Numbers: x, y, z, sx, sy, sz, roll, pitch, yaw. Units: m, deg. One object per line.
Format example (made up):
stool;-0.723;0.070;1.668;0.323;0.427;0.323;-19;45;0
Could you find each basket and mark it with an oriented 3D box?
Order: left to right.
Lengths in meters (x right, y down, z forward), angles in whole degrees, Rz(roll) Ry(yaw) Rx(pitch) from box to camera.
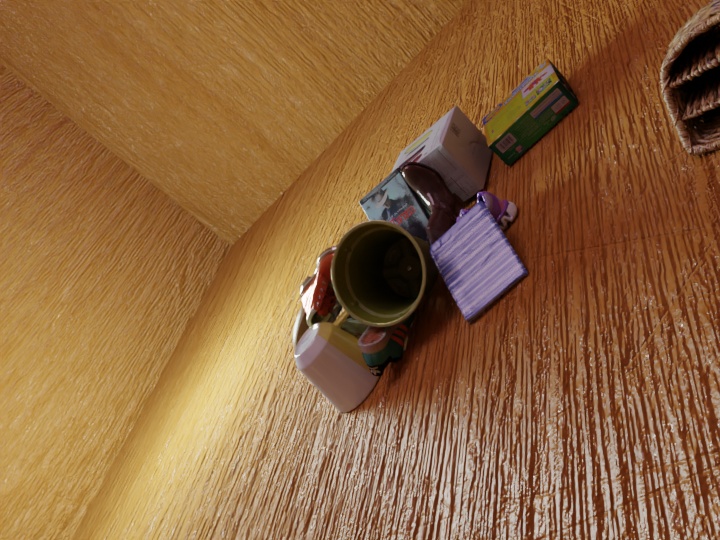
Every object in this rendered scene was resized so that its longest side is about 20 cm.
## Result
basket;0.506;-0.278;0.924;0.199;0.142;0.150;-21;34;59

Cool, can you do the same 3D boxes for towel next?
towel;0.211;-0.018;1.257;0.145;0.024;0.202;-43;44;22

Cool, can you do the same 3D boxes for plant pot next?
plant pot;-0.112;0.122;1.689;0.200;0.027;0.202;-49;-29;-39
plant pot;0.069;-0.001;1.377;0.200;0.201;0.183;-44;-14;22

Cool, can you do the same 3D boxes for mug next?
mug;-0.048;0.173;1.429;0.149;0.152;0.188;-32;26;48

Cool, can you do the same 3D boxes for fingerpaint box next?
fingerpaint box;0.371;-0.351;1.521;0.200;0.073;0.168;-43;21;26

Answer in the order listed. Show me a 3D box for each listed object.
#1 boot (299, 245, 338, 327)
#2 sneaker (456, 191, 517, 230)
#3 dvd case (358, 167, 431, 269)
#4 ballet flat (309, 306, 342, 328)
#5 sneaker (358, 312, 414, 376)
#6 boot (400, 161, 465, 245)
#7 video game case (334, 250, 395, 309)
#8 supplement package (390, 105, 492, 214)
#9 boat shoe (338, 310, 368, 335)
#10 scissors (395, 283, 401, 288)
boot;-0.065;0.036;1.431;0.201;0.074;0.109;125;149;-42
sneaker;0.215;-0.074;1.352;0.201;0.088;0.080;-53;19;2
dvd case;0.093;-0.113;1.585;0.145;0.202;0.022;-36;-10;39
ballet flat;-0.082;0.106;1.600;0.068;0.067;0.201;-52;13;28
sneaker;0.057;0.136;1.373;0.070;0.081;0.200;-2;22;31
boot;0.151;-0.129;1.466;0.064;0.185;0.201;-48;14;37
video game case;0.000;0.000;1.562;0.180;0.046;0.201;-30;-17;-50
supplement package;0.187;-0.242;1.633;0.199;0.147;0.193;-36;20;38
boat shoe;-0.002;0.109;1.568;0.061;0.071;0.201;-60;16;-14
scissors;0.084;0.021;1.619;0.074;0.014;0.199;-56;16;-18
